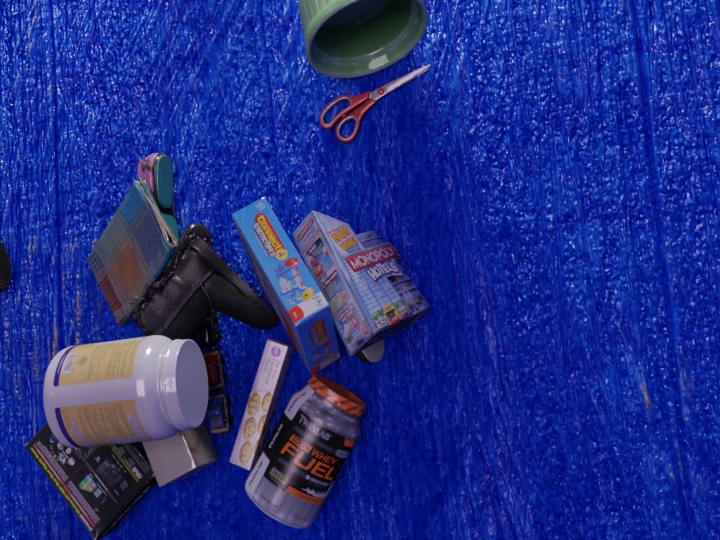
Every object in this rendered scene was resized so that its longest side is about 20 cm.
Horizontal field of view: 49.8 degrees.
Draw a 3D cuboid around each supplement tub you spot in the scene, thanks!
[{"bbox_3d":[-0.079,0.267,1.165,0.121,0.122,0.203,28,90,13],"label":"supplement tub"},{"bbox_3d":[-0.332,0.172,1.113,0.195,0.145,0.149,-7,82,9],"label":"supplement tub"}]

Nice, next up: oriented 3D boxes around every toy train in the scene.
[{"bbox_3d":[-0.236,0.165,1.248,0.033,0.046,0.205,-11,82,10],"label":"toy train"}]

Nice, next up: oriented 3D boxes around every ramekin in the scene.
[{"bbox_3d":[-0.002,-0.396,1.190,0.196,0.200,0.100,-21,72,8],"label":"ramekin"}]

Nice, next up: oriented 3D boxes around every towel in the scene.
[{"bbox_3d":[-0.375,-0.027,1.261,0.200,0.021,0.148,-47,65,29],"label":"towel"}]

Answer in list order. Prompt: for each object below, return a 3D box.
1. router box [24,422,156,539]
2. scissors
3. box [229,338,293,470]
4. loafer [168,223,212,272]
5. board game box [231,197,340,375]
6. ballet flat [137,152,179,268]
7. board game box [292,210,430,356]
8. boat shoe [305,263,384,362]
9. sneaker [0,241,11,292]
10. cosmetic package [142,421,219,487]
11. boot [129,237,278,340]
[{"bbox_3d":[-0.427,0.305,1.264,0.150,0.062,0.200,-44,77,3],"label":"router box"},{"bbox_3d":[0.020,-0.289,1.262,0.199,0.014,0.074,-42,76,6],"label":"scissors"},{"bbox_3d":[-0.156,0.212,1.230,0.041,0.039,0.205,17,87,12],"label":"box"},{"bbox_3d":[-0.289,0.024,1.261,0.067,0.070,0.206,12,89,-28],"label":"loafer"},{"bbox_3d":[-0.105,0.028,1.139,0.055,0.201,0.198,-28,66,-10],"label":"board game box"},{"bbox_3d":[-0.345,-0.094,1.296,0.070,0.069,0.205,-11,79,28],"label":"ballet flat"},{"bbox_3d":[0.000,0.000,1.138,0.062,0.199,0.202,-43,77,34],"label":"board game box"},{"bbox_3d":[-0.023,0.051,1.210,0.062,0.073,0.205,-27,86,37],"label":"boat shoe"},{"bbox_3d":[-0.677,-0.033,1.352,0.088,0.074,0.202,-33,69,6],"label":"sneaker"},{"bbox_3d":[-0.306,0.226,1.228,0.072,0.103,0.203,-27,80,6],"label":"cosmetic package"},{"bbox_3d":[-0.245,0.068,1.205,0.198,0.073,0.163,44,75,-13],"label":"boot"}]
